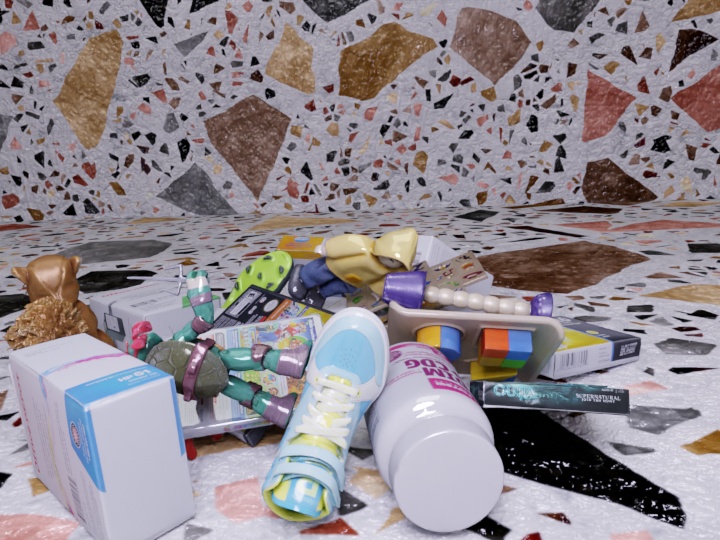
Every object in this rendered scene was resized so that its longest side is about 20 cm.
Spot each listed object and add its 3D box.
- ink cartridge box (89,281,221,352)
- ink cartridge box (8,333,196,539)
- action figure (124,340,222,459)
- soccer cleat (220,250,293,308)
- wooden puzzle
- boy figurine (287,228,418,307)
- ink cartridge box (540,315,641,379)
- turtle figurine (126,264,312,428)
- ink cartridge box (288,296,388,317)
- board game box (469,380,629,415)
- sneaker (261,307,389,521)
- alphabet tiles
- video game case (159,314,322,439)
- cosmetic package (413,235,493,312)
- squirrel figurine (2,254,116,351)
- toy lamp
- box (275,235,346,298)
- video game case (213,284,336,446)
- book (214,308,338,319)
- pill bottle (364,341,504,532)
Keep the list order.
[{"bbox_3d":[-0.358,0.083,1.055,0.200,0.084,0.146,9,17,42],"label":"ink cartridge box"},{"bbox_3d":[-0.254,0.155,0.582,0.200,0.145,0.085,9,20,43],"label":"ink cartridge box"},{"bbox_3d":[-0.258,0.149,0.722,0.200,0.099,0.065,4,22,37],"label":"action figure"},{"bbox_3d":[-0.174,0.052,0.956,0.068,0.200,0.081,41,2,20],"label":"soccer cleat"},{"bbox_3d":[0.130,0.105,0.747,0.199,0.046,0.185,7,-28,5],"label":"wooden puzzle"},{"bbox_3d":[0.000,0.000,0.807,0.200,0.124,0.065,-19,41,36],"label":"boy figurine"},{"bbox_3d":[0.273,0.103,0.903,0.197,0.047,0.200,-5,14,-34],"label":"ink cartridge box"},{"bbox_3d":[-0.156,0.088,0.613,0.200,0.150,0.101,20,41,0],"label":"turtle figurine"},{"bbox_3d":[-0.043,0.097,0.928,0.200,0.088,0.145,4,14,21],"label":"ink cartridge box"},{"bbox_3d":[0.193,0.136,0.660,0.135,0.028,0.200,2,-10,6],"label":"board game box"},{"bbox_3d":[-0.029,0.140,0.541,0.079,0.200,0.131,18,22,0],"label":"sneaker"},{"bbox_3d":[0.073,0.027,0.842,0.200,0.008,0.167,-22,20,6],"label":"alphabet tiles"},{"bbox_3d":[-0.134,0.120,0.700,0.199,0.018,0.143,-8,42,-9],"label":"video game case"},{"bbox_3d":[0.136,0.022,1.007,0.074,0.102,0.200,6,-16,42],"label":"cosmetic package"},{"bbox_3d":[-0.437,0.074,0.881,0.141,0.187,0.200,-8,14,-22],"label":"squirrel figurine"},{"bbox_3d":[0.126,0.037,0.729,0.199,0.058,0.058,9,14,5],"label":"toy lamp"},{"bbox_3d":[-0.055,0.028,1.012,0.119,0.200,0.042,4,48,20],"label":"box"},{"bbox_3d":[-0.140,0.110,0.779,0.180,0.026,0.200,16,50,35],"label":"video game case"},{"bbox_3d":[-0.129,0.113,0.825,0.200,0.048,0.134,-1,48,20],"label":"book"},{"bbox_3d":[0.064,0.154,0.595,0.113,0.114,0.200,-4,13,-6],"label":"pill bottle"}]
